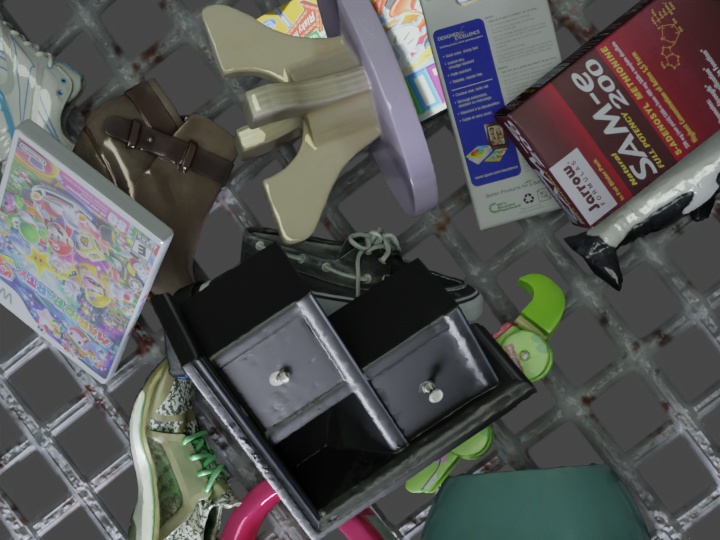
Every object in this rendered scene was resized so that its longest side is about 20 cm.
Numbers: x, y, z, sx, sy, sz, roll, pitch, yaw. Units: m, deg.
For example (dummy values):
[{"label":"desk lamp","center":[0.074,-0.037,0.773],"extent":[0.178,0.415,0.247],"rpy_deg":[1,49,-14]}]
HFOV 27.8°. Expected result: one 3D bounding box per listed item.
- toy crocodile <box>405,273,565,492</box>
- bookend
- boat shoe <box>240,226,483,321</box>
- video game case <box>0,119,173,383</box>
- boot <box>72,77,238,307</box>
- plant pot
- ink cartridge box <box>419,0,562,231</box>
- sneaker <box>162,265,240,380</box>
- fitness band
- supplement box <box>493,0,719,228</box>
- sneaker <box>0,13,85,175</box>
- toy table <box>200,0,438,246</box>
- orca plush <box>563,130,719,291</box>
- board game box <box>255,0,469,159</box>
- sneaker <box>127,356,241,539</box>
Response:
[{"label":"toy crocodile","center":[0.098,0.093,1.147],"extent":[0.062,0.067,0.200],"rpy_deg":[38,93,12]},{"label":"bookend","center":[-0.008,0.056,1.034],"extent":[0.200,0.092,0.199],"rpy_deg":[-33,126,-3]},{"label":"boat shoe","center":[0.000,-0.001,1.154],"extent":[0.198,0.074,0.068],"rpy_deg":[9,107,16]},{"label":"video game case","center":[-0.230,-0.009,1.145],"extent":[0.143,0.018,0.200],"rpy_deg":[37,138,6]},{"label":"boot","center":[-0.148,-0.050,1.177],"extent":[0.200,0.070,0.146],"rpy_deg":[43,80,-15]},{"label":"plant pot","center":[0.132,0.228,1.085],"extent":[0.200,0.201,0.162],"rpy_deg":[-5,82,7]},{"label":"ink cartridge box","center":[0.112,-0.137,1.124],"extent":[0.094,0.037,0.201],"rpy_deg":[-15,110,4]},{"label":"sneaker","center":[-0.086,0.076,1.139],"extent":[0.111,0.073,0.200],"rpy_deg":[-13,129,16]},{"label":"fitness band","center":[-0.036,0.244,1.133],"extent":[0.200,0.037,0.144],"rpy_deg":[43,105,37]},{"label":"supplement box","center":[0.212,-0.134,1.081],"extent":[0.200,0.061,0.109],"rpy_deg":[-38,97,-1]},{"label":"sneaker","center":[-0.274,-0.163,1.193],"extent":[0.086,0.075,0.201],"rpy_deg":[-20,97,1]},{"label":"toy table","center":[-0.033,-0.120,1.078],"extent":[0.117,0.184,0.201],"rpy_deg":[-21,76,-9]},{"label":"orca plush","center":[0.256,-0.055,1.120],"extent":[0.200,0.105,0.071],"rpy_deg":[-49,126,-17]},{"label":"board game box","center":[0.028,-0.181,1.166],"extent":[0.199,0.034,0.135],"rpy_deg":[-26,88,7]},{"label":"sneaker","center":[-0.132,0.163,1.167],"extent":[0.088,0.077,0.201],"rpy_deg":[5,100,21]}]
